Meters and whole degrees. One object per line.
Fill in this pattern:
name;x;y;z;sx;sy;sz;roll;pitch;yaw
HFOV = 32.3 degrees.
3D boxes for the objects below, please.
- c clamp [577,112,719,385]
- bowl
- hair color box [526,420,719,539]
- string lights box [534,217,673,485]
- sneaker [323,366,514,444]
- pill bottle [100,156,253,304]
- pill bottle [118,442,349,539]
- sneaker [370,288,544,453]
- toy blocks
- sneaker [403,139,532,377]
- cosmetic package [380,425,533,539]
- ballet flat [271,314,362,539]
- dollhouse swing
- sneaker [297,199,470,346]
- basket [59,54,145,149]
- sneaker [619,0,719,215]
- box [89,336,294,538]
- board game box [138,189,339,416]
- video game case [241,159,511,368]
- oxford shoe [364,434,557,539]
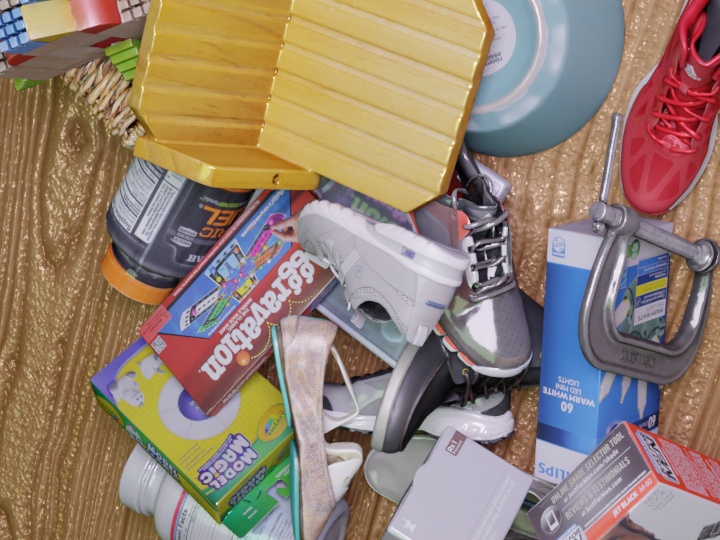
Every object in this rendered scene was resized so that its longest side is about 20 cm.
c clamp;0.222;-0.001;0.935;0.027;0.199;0.173;13;82;43
bowl;0.100;-0.185;0.976;0.198;0.105;0.204;5;102;22
hair color box;0.236;0.196;0.954;0.111;0.199;0.064;-49;40;23
string lights box;0.192;0.063;0.986;0.058;0.102;0.203;12;106;41
sneaker;0.038;0.104;1.085;0.197;0.074;0.081;1;90;16
pill bottle;-0.157;-0.068;1.102;0.106;0.106;0.201;37;112;11
pill bottle;-0.117;0.220;1.143;0.198;0.109;0.110;24;109;16
sneaker;0.092;0.081;0.992;0.105;0.201;0.075;29;146;13
toy blocks;-0.220;-0.192;0.925;0.198;0.136;0.101;-16;90;21
sneaker;0.083;-0.017;0.953;0.202;0.076;0.082;67;156;10
cosmetic package;0.059;0.224;1.004;0.090;0.107;0.201;32;148;6
ballet flat;-0.032;0.136;1.037;0.066;0.068;0.203;-6;102;-4
dollhouse swing;-0.036;-0.145;0.902;0.175;0.180;0.202;31;113;38
sneaker;0.000;0.000;0.947;0.199;0.074;0.083;22;92;60
basket;-0.156;-0.218;1.048;0.149;0.143;0.201;43;107;11
sneaker;0.236;-0.132;0.926;0.077;0.115;0.203;19;107;16
box;-0.134;0.133;1.108;0.199;0.117;0.049;39;155;21
board game box;-0.095;0.019;1.073;0.200;0.019;0.103;-47;73;11
video game case;0.003;-0.048;1.061;0.199;0.023;0.183;36;105;20
oxford shoe;0.091;0.195;1.084;0.198;0.058;0.076;16;110;21
